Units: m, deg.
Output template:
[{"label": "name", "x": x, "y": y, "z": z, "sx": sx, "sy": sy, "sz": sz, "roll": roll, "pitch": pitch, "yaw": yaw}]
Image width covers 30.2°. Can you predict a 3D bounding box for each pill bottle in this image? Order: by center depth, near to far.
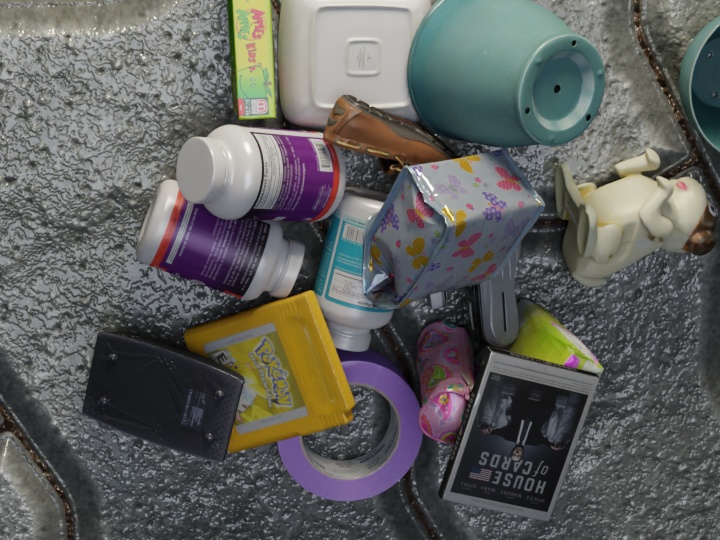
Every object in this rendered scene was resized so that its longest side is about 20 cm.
[{"label": "pill bottle", "x": -0.122, "y": -0.118, "z": 1.634, "sx": 0.199, "sy": 0.112, "sz": 0.113, "roll": 0, "pitch": 107, "yaw": -42}, {"label": "pill bottle", "x": -0.177, "y": -0.032, "z": 1.698, "sx": 0.199, "sy": 0.112, "sz": 0.113, "roll": 21, "pitch": 101, "yaw": -13}, {"label": "pill bottle", "x": 0.000, "y": 0.000, "z": 1.736, "sx": 0.110, "sy": 0.111, "sz": 0.201, "roll": 12, "pitch": 103, "yaw": -12}]

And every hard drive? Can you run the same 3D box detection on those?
[{"label": "hard drive", "x": -0.253, "y": 0.159, "z": 1.733, "sx": 0.199, "sy": 0.042, "sz": 0.136, "roll": 18, "pitch": 111, "yaw": 6}]

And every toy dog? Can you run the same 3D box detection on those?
[{"label": "toy dog", "x": 0.373, "y": -0.060, "z": 1.768, "sx": 0.199, "sy": 0.140, "sz": 0.195, "roll": -10, "pitch": 119, "yaw": -6}]

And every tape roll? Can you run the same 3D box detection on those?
[{"label": "tape roll", "x": -0.018, "y": 0.208, "z": 1.812, "sx": 0.199, "sy": 0.066, "sz": 0.201, "roll": -2, "pitch": 105, "yaw": -9}]

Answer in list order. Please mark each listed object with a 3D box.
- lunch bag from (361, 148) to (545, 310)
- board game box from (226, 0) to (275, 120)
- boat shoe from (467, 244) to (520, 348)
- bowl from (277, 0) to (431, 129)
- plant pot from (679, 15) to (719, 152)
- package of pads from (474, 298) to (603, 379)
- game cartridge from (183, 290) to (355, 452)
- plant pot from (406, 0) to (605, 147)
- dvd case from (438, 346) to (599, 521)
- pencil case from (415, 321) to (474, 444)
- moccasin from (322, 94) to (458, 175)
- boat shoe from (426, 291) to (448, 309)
[{"label": "lunch bag", "x": 0.099, "y": -0.042, "z": 1.638, "sx": 0.169, "sy": 0.127, "sz": 0.200, "roll": -14, "pitch": 147, "yaw": -35}, {"label": "board game box", "x": -0.136, "y": -0.293, "z": 1.642, "sx": 0.047, "sy": 0.102, "sz": 0.201, "roll": -4, "pitch": 105, "yaw": -9}, {"label": "boat shoe", "x": 0.166, "y": 0.003, "z": 1.781, "sx": 0.072, "sy": 0.071, "sz": 0.201, "roll": 8, "pitch": 80, "yaw": -38}, {"label": "bowl", "x": -0.002, "y": -0.273, "z": 1.684, "sx": 0.198, "sy": 0.075, "sz": 0.201, "roll": 0, "pitch": 103, "yaw": -9}, {"label": "plant pot", "x": 0.497, "y": -0.250, "z": 1.735, "sx": 0.199, "sy": 0.135, "sz": 0.201, "roll": -2, "pitch": 105, "yaw": -8}, {"label": "package of pads", "x": 0.221, "y": 0.133, "z": 1.758, "sx": 0.068, "sy": 0.200, "sz": 0.155, "roll": 35, "pitch": 96, "yaw": -22}, {"label": "game cartridge", "x": -0.117, "y": 0.134, "z": 1.729, "sx": 0.199, "sy": 0.032, "sz": 0.177, "roll": -18, "pitch": 96, "yaw": 30}, {"label": "plant pot", "x": 0.191, "y": -0.237, "z": 1.630, "sx": 0.199, "sy": 0.188, "sz": 0.201, "roll": -13, "pitch": 114, "yaw": -30}, {"label": "dvd case", "x": 0.195, "y": 0.205, "z": 1.654, "sx": 0.150, "sy": 0.025, "sz": 0.201, "roll": 14, "pitch": 102, "yaw": -14}, {"label": "pencil case", "x": 0.115, "y": 0.145, "z": 1.744, "sx": 0.087, "sy": 0.200, "sz": 0.088, "roll": 0, "pitch": 115, "yaw": 1}, {"label": "moccasin", "x": 0.044, "y": -0.149, "z": 1.669, "sx": 0.201, "sy": 0.074, "sz": 0.078, "roll": 17, "pitch": 109, "yaw": -36}, {"label": "boat shoe", "x": 0.107, "y": -0.050, "z": 1.766, "sx": 0.066, "sy": 0.070, "sz": 0.201, "roll": -8, "pitch": 98, "yaw": -5}]
